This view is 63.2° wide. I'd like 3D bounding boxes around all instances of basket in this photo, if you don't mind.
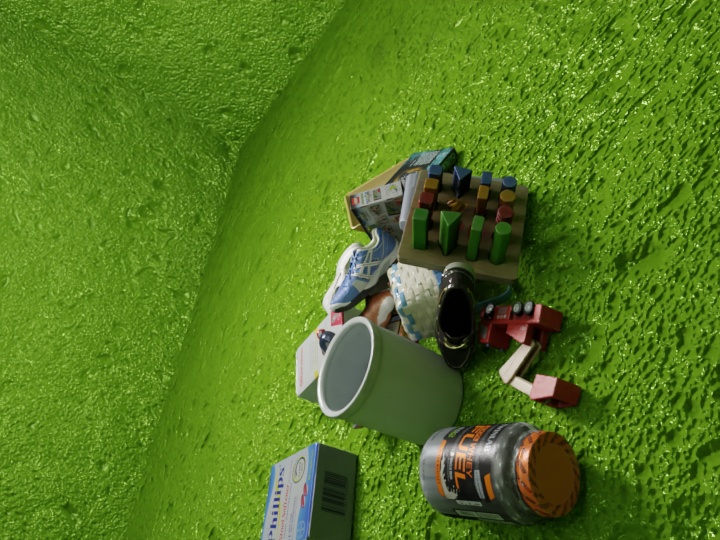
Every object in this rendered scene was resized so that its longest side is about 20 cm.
[{"bbox_3d":[0.156,0.023,1.042,0.198,0.140,0.178,-26,34,14],"label":"basket"}]

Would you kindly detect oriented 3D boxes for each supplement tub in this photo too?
[{"bbox_3d":[0.179,0.267,0.773,0.199,0.121,0.124,-27,44,53],"label":"supplement tub"}]

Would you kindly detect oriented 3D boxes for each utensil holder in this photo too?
[{"bbox_3d":[0.051,0.195,0.998,0.170,0.198,0.172,-44,32,36],"label":"utensil holder"}]

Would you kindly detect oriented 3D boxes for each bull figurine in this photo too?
[{"bbox_3d":[0.025,0.096,1.189,0.202,0.064,0.121,-62,22,2],"label":"bull figurine"}]

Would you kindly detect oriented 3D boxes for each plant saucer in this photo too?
[{"bbox_3d":[0.063,-0.173,1.403,0.198,0.049,0.201,-29,28,9],"label":"plant saucer"}]

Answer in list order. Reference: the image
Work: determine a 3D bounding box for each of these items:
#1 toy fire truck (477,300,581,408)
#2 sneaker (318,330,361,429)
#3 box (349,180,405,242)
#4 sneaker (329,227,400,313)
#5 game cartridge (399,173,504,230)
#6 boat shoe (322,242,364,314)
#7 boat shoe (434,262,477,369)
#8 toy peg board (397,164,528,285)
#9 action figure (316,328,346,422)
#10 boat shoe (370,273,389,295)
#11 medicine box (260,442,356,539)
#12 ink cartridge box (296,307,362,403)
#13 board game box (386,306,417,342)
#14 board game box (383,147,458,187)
[{"bbox_3d":[0.241,0.121,0.867,0.199,0.048,0.143,-12,61,63],"label":"toy fire truck"},{"bbox_3d":[-0.032,0.211,1.131,0.081,0.201,0.070,-29,-17,-35],"label":"sneaker"},{"bbox_3d":[0.061,-0.102,1.205,0.108,0.200,0.035,-14,61,14],"label":"box"},{"bbox_3d":[0.000,0.000,1.180,0.201,0.077,0.075,-49,19,-15],"label":"sneaker"},{"bbox_3d":[0.173,-0.114,1.065,0.041,0.196,0.135,77,-159,-59],"label":"game cartridge"},{"bbox_3d":[-0.031,0.031,1.468,0.203,0.070,0.069,-66,25,18],"label":"boat shoe"},{"bbox_3d":[0.151,0.087,0.940,0.061,0.070,0.204,-67,-24,-53],"label":"boat shoe"},{"bbox_3d":[0.178,-0.102,0.975,0.098,0.196,0.202,84,-160,-57],"label":"toy peg board"},{"bbox_3d":[-0.049,0.209,1.214,0.066,0.051,0.202,114,140,-51],"label":"action figure"},{"bbox_3d":[0.058,-0.031,1.348,0.202,0.075,0.072,-59,21,-7],"label":"boat shoe"},{"bbox_3d":[-0.105,0.471,1.174,0.200,0.102,0.185,-39,35,42],"label":"medicine box"},{"bbox_3d":[-0.066,0.195,1.364,0.200,0.083,0.147,-47,31,33],"label":"ink cartridge box"},{"bbox_3d":[0.056,0.154,1.205,0.151,0.046,0.203,-23,48,55],"label":"board game box"},{"bbox_3d":[0.115,-0.200,1.308,0.134,0.028,0.200,5,47,51],"label":"board game box"}]
